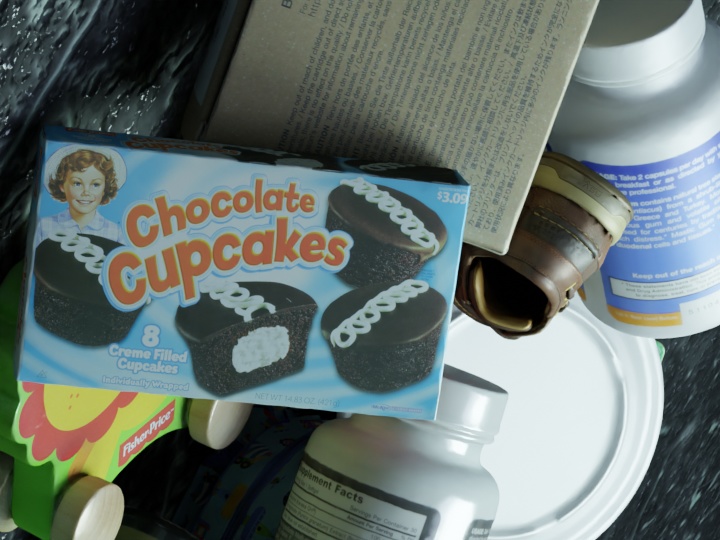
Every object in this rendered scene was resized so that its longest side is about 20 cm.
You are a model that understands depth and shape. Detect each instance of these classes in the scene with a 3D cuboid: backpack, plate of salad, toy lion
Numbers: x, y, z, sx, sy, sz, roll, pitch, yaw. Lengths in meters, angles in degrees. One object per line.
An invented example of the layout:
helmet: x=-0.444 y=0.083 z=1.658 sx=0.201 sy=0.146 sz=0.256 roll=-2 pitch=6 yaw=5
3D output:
backpack: x=-0.046 y=0.165 z=1.782 sx=0.183 sy=0.134 sz=0.200 roll=-63 pitch=160 yaw=8
plate of salad: x=0.078 y=0.079 z=1.716 sx=0.200 sy=0.200 sz=0.048 roll=-61 pitch=-157 yaw=2
toy lion: x=-0.125 y=0.037 z=1.513 sx=0.200 sy=0.069 sz=0.192 roll=-40 pitch=146 yaw=-47

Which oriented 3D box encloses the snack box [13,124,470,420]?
snack box: x=-0.056 y=0.002 z=1.396 sx=0.037 sy=0.199 sz=0.117 roll=-120 pitch=-144 yaw=-73

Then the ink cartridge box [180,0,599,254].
ink cartridge box: x=0.023 y=-0.129 z=1.432 sx=0.075 sy=0.164 sz=0.200 roll=-119 pitch=-132 yaw=-74

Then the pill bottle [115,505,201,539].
pill bottle: x=-0.151 y=0.233 z=1.609 sx=0.200 sy=0.112 sz=0.112 roll=-59 pitch=163 yaw=-27

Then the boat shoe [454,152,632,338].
boat shoe: x=0.077 y=-0.002 z=1.557 sx=0.068 sy=0.072 sz=0.200 roll=-57 pitch=-176 yaw=-17

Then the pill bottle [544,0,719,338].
pill bottle: x=0.152 y=-0.070 z=1.592 sx=0.112 sy=0.112 sz=0.200 roll=-49 pitch=142 yaw=-31

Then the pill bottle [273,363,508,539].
pill bottle: x=0.010 y=0.147 z=1.625 sx=0.201 sy=0.110 sz=0.111 roll=-71 pitch=161 yaw=4

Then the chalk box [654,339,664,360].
chalk box: x=0.085 y=0.027 z=1.815 sx=0.124 sy=0.200 sz=0.125 roll=-34 pitch=148 yaw=-53

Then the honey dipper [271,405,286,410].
honey dipper: x=0.009 y=0.080 z=1.732 sx=0.038 sy=0.200 sz=0.038 roll=-52 pitch=-153 yaw=41
